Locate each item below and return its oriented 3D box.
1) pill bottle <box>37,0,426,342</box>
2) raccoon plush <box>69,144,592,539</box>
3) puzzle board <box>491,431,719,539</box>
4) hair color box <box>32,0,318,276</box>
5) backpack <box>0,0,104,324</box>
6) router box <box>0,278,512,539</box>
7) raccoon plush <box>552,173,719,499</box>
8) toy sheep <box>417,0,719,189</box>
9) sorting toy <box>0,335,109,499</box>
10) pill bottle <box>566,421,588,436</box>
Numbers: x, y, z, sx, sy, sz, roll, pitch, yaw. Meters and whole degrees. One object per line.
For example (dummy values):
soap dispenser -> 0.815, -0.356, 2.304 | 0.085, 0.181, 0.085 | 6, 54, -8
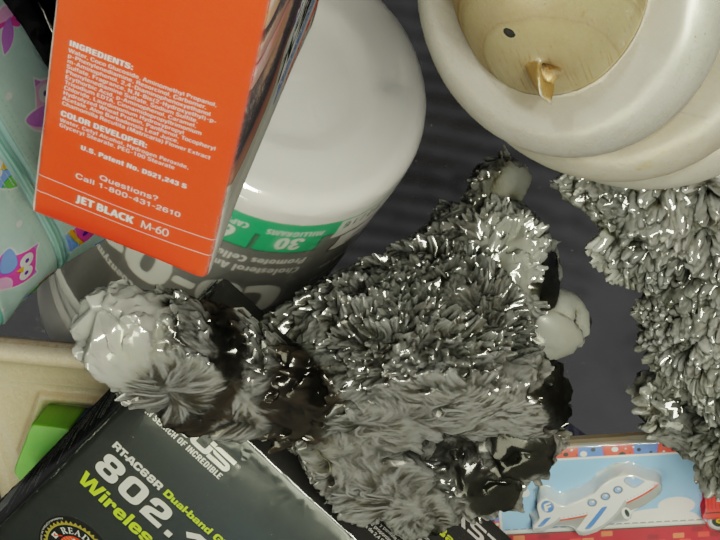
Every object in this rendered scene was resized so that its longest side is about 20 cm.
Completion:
pill bottle -> -0.058, -0.029, 0.961 | 0.113, 0.113, 0.200 | 34, 147, -2
raccoon plush -> 0.000, 0.000, 0.851 | 0.199, 0.135, 0.097 | 30, 127, -32
puzzle board -> 0.150, 0.126, 0.965 | 0.198, 0.017, 0.152 | -3, 123, 5
hair color box -> -0.040, -0.102, 0.693 | 0.063, 0.111, 0.200 | 20, 147, 2
backpack -> -0.166, -0.073, 0.842 | 0.201, 0.126, 0.167 | 61, 169, -31
router box -> -0.030, 0.121, 0.925 | 0.200, 0.062, 0.150 | 42, 128, -6
raccoon plush -> 0.149, 0.020, 0.819 | 0.200, 0.097, 0.134 | 41, 166, 48
toy sheep -> 0.089, -0.089, 0.722 | 0.137, 0.199, 0.139 | 1, 92, 34
sorting toy -> -0.066, 0.113, 0.996 | 0.184, 0.037, 0.201 | 4, 128, 23
pill bottle -> 0.042, 0.104, 1.044 | 0.199, 0.120, 0.120 | 35, 147, -4
